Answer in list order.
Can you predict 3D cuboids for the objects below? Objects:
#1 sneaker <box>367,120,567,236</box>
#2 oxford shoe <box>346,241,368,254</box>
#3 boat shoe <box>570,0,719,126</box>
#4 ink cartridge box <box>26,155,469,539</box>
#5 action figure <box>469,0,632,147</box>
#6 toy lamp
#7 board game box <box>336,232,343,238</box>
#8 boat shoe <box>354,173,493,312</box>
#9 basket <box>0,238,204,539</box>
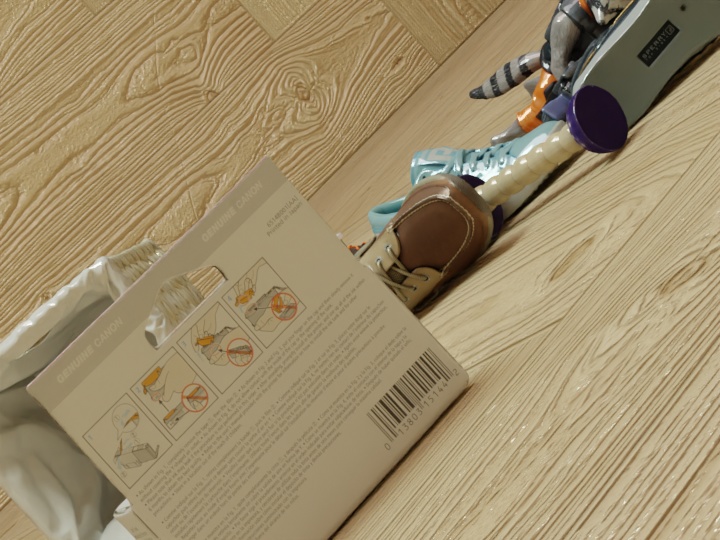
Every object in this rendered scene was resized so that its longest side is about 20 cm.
[{"bbox_3d":[0.081,-0.070,1.624,0.200,0.082,0.074,-38,8,29],"label":"sneaker"},{"bbox_3d":[0.000,0.000,1.721,0.200,0.073,0.071,-44,5,-15],"label":"oxford shoe"},{"bbox_3d":[0.229,-0.189,1.517,0.200,0.071,0.091,-45,9,8],"label":"boat shoe"},{"bbox_3d":[-0.063,0.067,1.138,0.200,0.176,0.045,-45,6,-24],"label":"ink cartridge box"},{"bbox_3d":[0.163,-0.171,1.693,0.200,0.104,0.194,-39,-13,-48],"label":"action figure"},{"bbox_3d":[0.116,-0.068,1.516,0.200,0.058,0.058,-34,11,49],"label":"toy lamp"},{"bbox_3d":[-0.107,0.043,2.398,0.200,0.026,0.200,-44,6,-15],"label":"board game box"},{"bbox_3d":[0.036,-0.003,1.540,0.072,0.076,0.200,-51,0,-35],"label":"boat shoe"},{"bbox_3d":[-0.195,0.110,1.686,0.198,0.200,0.161,-41,0,15],"label":"basket"}]
